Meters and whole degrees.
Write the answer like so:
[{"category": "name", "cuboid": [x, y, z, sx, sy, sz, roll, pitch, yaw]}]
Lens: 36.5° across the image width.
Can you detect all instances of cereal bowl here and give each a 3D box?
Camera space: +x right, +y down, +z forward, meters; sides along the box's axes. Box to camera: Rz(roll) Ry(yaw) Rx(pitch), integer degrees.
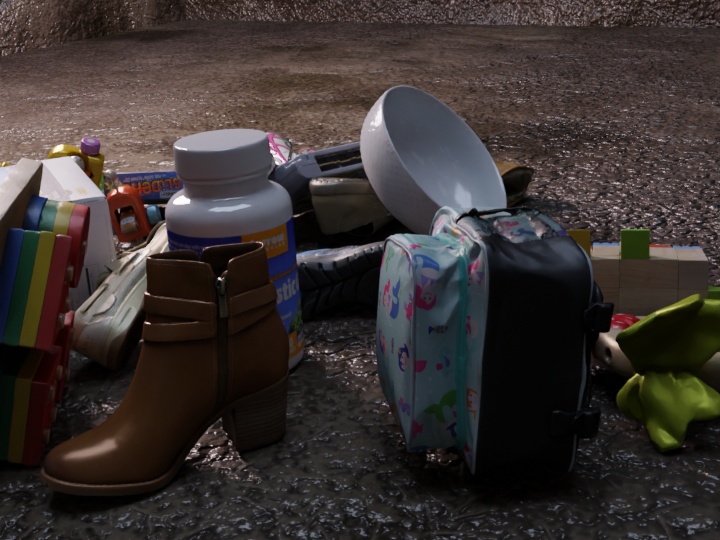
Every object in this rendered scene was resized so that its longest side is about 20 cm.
[{"category": "cereal bowl", "cuboid": [0.073, -0.110, 1.262, 0.083, 0.201, 0.200, -40, -2, 32]}]

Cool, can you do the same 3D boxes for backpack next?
[{"category": "backpack", "cuboid": [0.086, 0.040, 0.795, 0.148, 0.180, 0.200, 1, 15, -2]}]

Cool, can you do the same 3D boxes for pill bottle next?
[{"category": "pill bottle", "cuboid": [-0.110, -0.015, 0.947, 0.110, 0.203, 0.112, -3, 19, 1]}]

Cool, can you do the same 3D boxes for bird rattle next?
[{"category": "bird rattle", "cuboid": [0.232, 0.069, 0.863, 0.161, 0.115, 0.200, 2, 3, -20]}]

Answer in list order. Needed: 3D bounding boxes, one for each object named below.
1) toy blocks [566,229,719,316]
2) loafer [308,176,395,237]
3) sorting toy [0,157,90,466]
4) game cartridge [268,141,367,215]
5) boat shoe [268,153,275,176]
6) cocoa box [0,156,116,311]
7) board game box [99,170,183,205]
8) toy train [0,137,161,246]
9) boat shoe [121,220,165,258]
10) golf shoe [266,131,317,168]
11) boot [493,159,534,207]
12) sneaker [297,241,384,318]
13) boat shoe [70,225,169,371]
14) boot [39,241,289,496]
[{"category": "toy blocks", "cuboid": [0.241, 0.005, 1.015, 0.197, 0.102, 0.137, 1, 8, 14]}, {"category": "loafer", "cuboid": [0.006, -0.076, 1.310, 0.075, 0.069, 0.199, 12, 8, 38]}, {"category": "sorting toy", "cuboid": [-0.262, 0.035, 0.861, 0.068, 0.202, 0.200, 9, 17, -9]}, {"category": "game cartridge", "cuboid": [-0.056, -0.111, 1.360, 0.133, 0.041, 0.199, -28, -5, 39]}, {"category": "boat shoe", "cuboid": [-0.161, -0.077, 1.218, 0.093, 0.075, 0.200, -41, 9, 28]}, {"category": "cocoa box", "cuboid": [-0.334, -0.026, 1.123, 0.129, 0.135, 0.200, -13, 22, -21]}, {"category": "board game box", "cuboid": [-0.256, -0.105, 1.398, 0.133, 0.035, 0.200, -3, 2, 2]}, {"category": "toy train", "cuboid": [-0.339, -0.069, 1.265, 0.197, 0.152, 0.056, -12, 31, 0]}, {"category": "boat shoe", "cuboid": [-0.199, -0.021, 1.185, 0.073, 0.067, 0.200, 1, 19, 14]}, {"category": "golf shoe", "cuboid": [-0.129, -0.147, 1.523, 0.091, 0.074, 0.199, -17, 23, -30]}, {"category": "boot", "cuboid": [0.149, -0.137, 1.464, 0.198, 0.067, 0.174, 14, 38, 43]}, {"category": "sneaker", "cuboid": [0.000, 0.000, 1.079, 0.197, 0.074, 0.082, -2, 19, 4]}, {"category": "boat shoe", "cuboid": [-0.218, 0.013, 1.032, 0.064, 0.073, 0.201, 19, 38, 2]}, {"category": "boot", "cuboid": [-0.141, 0.068, 0.785, 0.197, 0.158, 0.077, -12, 21, -23]}]
